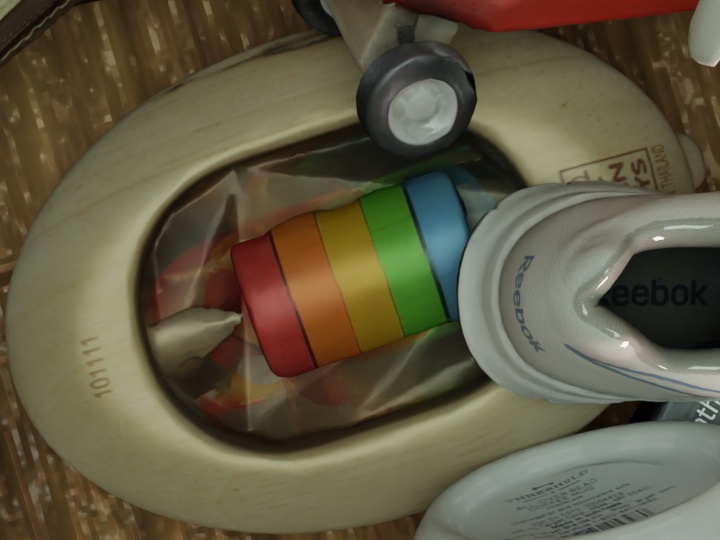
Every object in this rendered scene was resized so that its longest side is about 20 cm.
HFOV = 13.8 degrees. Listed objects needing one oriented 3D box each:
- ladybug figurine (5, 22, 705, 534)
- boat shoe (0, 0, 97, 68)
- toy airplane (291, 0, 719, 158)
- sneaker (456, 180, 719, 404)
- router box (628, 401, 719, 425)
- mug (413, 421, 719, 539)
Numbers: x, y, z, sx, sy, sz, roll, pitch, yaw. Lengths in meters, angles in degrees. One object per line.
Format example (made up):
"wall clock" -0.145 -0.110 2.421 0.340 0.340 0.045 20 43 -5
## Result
"ladybug figurine" 0.000 0.000 0.834 0.200 0.072 0.136 -15 92 0
"boat shoe" -0.070 -0.099 0.814 0.202 0.075 0.075 -50 130 -15
"toy airplane" 0.084 -0.114 0.760 0.200 0.199 0.141 20 127 19
"sneaker" 0.129 0.007 0.769 0.200 0.087 0.075 -8 95 -13
"router box" 0.187 0.008 0.846 0.149 0.051 0.200 32 91 0
"mug" 0.104 0.130 0.786 0.200 0.148 0.176 -15 103 -2
